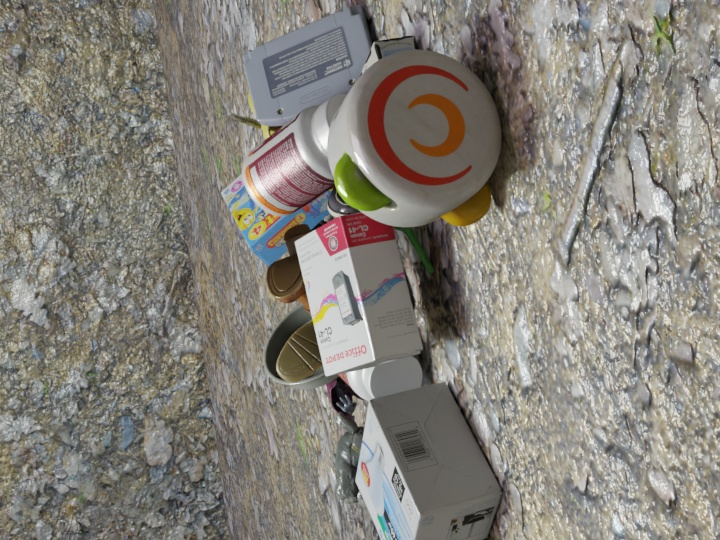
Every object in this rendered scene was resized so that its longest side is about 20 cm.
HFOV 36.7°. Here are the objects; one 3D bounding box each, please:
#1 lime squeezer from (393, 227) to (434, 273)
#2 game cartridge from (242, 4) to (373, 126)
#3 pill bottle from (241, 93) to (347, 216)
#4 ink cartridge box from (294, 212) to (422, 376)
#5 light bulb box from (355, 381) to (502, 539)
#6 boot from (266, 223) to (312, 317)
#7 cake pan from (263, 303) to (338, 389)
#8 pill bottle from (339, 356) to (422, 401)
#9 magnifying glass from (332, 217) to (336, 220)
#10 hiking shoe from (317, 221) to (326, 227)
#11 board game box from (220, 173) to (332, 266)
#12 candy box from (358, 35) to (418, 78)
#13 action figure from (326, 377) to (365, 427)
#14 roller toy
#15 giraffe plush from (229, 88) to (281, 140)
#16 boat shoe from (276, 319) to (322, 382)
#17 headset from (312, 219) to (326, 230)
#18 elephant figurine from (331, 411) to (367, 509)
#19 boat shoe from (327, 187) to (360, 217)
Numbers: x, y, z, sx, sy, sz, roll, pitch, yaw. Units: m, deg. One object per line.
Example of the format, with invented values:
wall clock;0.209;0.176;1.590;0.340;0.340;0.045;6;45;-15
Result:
lime squeezer;0.053;-0.069;1.559;0.200;0.037;0.071;-127;31;-53
game cartridge;-0.071;-0.293;1.596;0.042;0.199;0.134;13;-120;-70
pill bottle;-0.071;-0.166;1.557;0.200;0.114;0.115;-29;71;45
ink cartridge box;-0.005;0.032;1.491;0.147;0.085;0.201;-25;75;57
light bulb box;0.088;0.302;1.517;0.201;0.124;0.199;98;155;-44
boot;-0.074;0.036;1.639;0.200;0.073;0.155;-76;-32;-59
cake pan;-0.073;0.123;1.854;0.037;0.200;0.200;54;180;-36
pill bottle;0.019;0.136;1.659;0.200;0.111;0.113;-145;46;-67
magnifying glass;-0.020;-0.080;1.745;0.200;0.079;0.023;-56;48;52
hiking shoe;0.000;0.000;1.660;0.076;0.100;0.201;99;154;-49
board game box;-0.124;-0.135;1.828;0.056;0.200;0.196;44;-173;-37
candy box;0.056;-0.187;1.436;0.136;0.061;0.201;126;131;-70
action figure;-0.029;0.179;1.912;0.149;0.134;0.200;55;168;-15
roller toy;0.060;-0.147;1.248;0.140;0.199;0.184;143;128;-72
giraffe plush;-0.089;-0.285;1.701;0.173;0.200;0.162;50;115;21
boat shoe;-0.059;0.104;1.785;0.073;0.201;0.063;36;172;12
headset;-0.101;-0.088;1.943;0.200;0.093;0.124;141;117;-80
elephant figurine;0.014;0.337;1.798;0.200;0.141;0.156;85;-160;-76
boat shoe;-0.009;-0.132;1.586;0.200;0.072;0.063;-80;-8;-64
